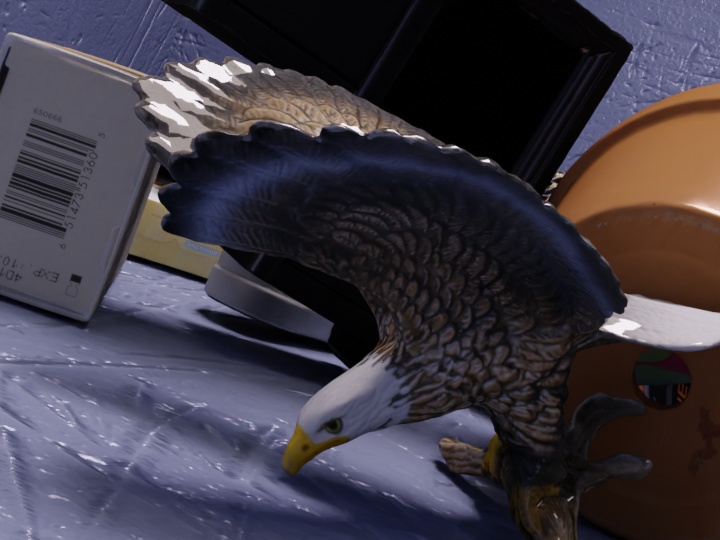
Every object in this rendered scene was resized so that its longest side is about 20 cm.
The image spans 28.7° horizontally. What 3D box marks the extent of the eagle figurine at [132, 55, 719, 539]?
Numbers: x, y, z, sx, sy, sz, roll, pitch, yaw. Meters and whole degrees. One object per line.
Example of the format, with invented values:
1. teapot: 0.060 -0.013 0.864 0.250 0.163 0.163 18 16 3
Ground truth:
1. eagle figurine: 0.020 0.005 0.471 0.151 0.201 0.151 -15 24 38

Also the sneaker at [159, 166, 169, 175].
1. sneaker: -0.130 -0.090 0.917 0.103 0.060 0.200 22 0 0

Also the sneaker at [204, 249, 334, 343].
1. sneaker: 0.000 0.000 0.783 0.072 0.085 0.200 23 1 32

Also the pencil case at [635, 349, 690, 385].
1. pencil case: 0.122 0.017 0.744 0.199 0.085 0.093 -6 -50 35

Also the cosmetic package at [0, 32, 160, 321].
1. cosmetic package: -0.133 -0.049 0.656 0.071 0.106 0.200 20 4 -8

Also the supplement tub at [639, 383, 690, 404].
1. supplement tub: 0.240 0.071 0.790 0.122 0.123 0.200 19 5 -19

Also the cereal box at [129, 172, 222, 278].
1. cereal box: -0.128 -0.037 0.906 0.143 0.040 0.200 18 6 -27

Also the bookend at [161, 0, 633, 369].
1. bookend: -0.017 -0.077 0.641 0.199 0.200 0.092 33 1 -23

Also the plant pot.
1. plant pot: 0.146 0.027 0.592 0.199 0.202 0.140 23 21 24

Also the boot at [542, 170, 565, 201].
1. boot: 0.104 -0.017 0.922 0.200 0.069 0.174 43 38 -7
